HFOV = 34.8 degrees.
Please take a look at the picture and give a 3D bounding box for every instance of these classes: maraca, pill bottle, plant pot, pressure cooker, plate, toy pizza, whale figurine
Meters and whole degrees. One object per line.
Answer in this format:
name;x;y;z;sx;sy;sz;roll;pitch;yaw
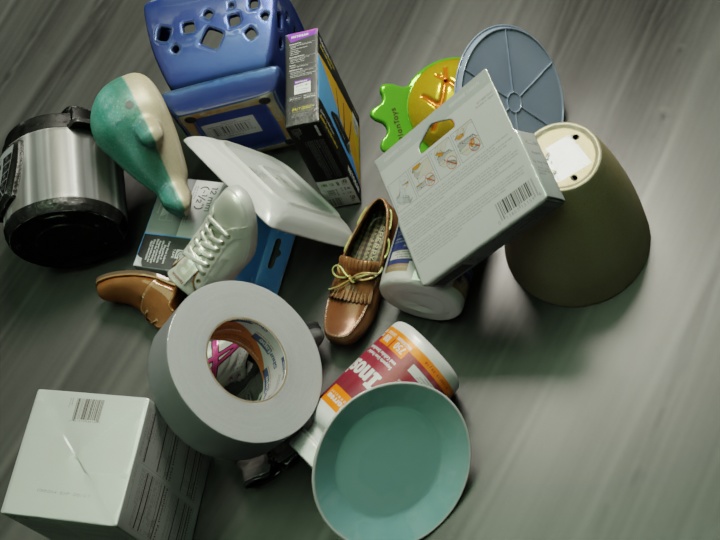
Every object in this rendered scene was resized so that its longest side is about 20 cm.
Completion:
maraca;0.111;-0.211;1.535;0.198;0.107;0.139;-17;85;-15
pill bottle;0.101;-0.049;1.464;0.110;0.111;0.202;9;66;20
plant pot;-0.177;-0.273;1.620;0.198;0.200;0.182;-11;66;9
plant pot;0.253;-0.085;1.387;0.185;0.200;0.189;-7;61;12
pressure cooker;-0.419;-0.124;1.621;0.174;0.179;0.202;-14;63;8
plate;-0.111;-0.109;1.511;0.200;0.199;0.032;44;107;30
toy pizza;0.190;-0.217;1.496;0.032;0.200;0.202;-1;57;52
pill bottle;0.014;0.167;1.375;0.200;0.113;0.113;-44;60;-9
whale figurine;-0.292;-0.159;1.534;0.103;0.159;0.202;-23;90;-11
plate;0.034;0.222;1.320;0.200;0.201;0.026;-43;22;-8

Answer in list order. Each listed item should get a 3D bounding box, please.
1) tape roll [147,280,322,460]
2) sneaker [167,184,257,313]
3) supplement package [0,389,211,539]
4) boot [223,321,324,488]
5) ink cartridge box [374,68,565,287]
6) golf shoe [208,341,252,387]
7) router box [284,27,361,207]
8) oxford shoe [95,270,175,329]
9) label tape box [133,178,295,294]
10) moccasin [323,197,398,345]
tape roll;-0.145;0.116;1.344;0.066;0.198;0.202;-41;40;48
sneaker;-0.188;-0.015;1.426;0.073;0.201;0.084;42;40;24
supplement package;-0.295;0.252;1.371;0.150;0.200;0.152;2;64;18
boot;-0.094;0.171;1.444;0.200;0.070;0.132;-43;67;-2
ink cartridge box;0.121;-0.103;1.335;0.199;0.043;0.175;-37;64;35
golf shoe;-0.185;0.123;1.481;0.092;0.073;0.200;41;89;2
router box;-0.049;-0.200;1.535;0.050;0.200;0.151;-9;61;12
oxford shoe;-0.276;0.045;1.553;0.198;0.071;0.072;8;69;19
label tape box;-0.195;-0.046;1.578;0.198;0.066;0.145;6;65;21
moccasin;0.001;0.000;1.487;0.073;0.078;0.203;18;69;24
